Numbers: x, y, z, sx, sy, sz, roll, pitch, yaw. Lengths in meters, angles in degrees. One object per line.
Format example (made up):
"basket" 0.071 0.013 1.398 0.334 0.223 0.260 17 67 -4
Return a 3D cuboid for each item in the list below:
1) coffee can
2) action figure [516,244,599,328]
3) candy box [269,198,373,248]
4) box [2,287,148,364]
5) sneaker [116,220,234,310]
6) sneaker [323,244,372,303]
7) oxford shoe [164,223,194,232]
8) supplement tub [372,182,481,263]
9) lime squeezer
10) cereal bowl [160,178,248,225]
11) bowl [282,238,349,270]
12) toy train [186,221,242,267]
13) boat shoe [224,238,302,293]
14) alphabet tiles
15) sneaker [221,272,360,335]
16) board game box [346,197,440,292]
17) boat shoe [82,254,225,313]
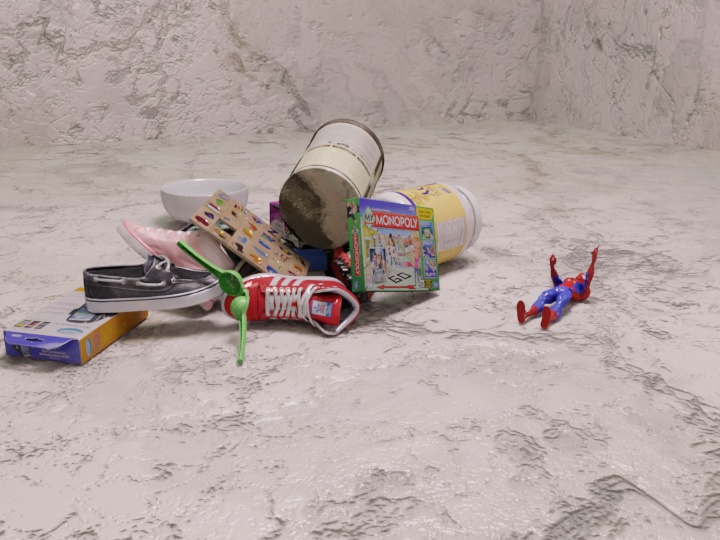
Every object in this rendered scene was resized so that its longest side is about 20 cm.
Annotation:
"coffee can" -0.045 -0.153 1.268 0.142 0.149 0.201 4 33 11
"action figure" 0.312 0.014 1.142 0.064 0.102 0.198 14 20 34
"candy box" -0.060 -0.099 1.405 0.196 0.063 0.136 -11 22 -29
"box" -0.394 0.077 1.022 0.116 0.043 0.200 5 21 13
"sneaker" -0.279 -0.038 1.146 0.199 0.105 0.075 37 -6 12
"sneaker" 0.000 0.000 1.212 0.095 0.073 0.201 -6 17 -12
"oxford shoe" -0.284 -0.053 1.367 0.196 0.076 0.070 -11 20 -31
"supplement tub" 0.114 -0.080 1.340 0.197 0.149 0.144 -16 23 -41
"lime squeezer" -0.180 0.035 1.009 0.070 0.038 0.202 15 40 -60
"cereal bowl" -0.346 -0.148 1.649 0.194 0.086 0.201 0 18 0
"bowl" -0.094 -0.049 1.418 0.195 0.040 0.201 1 17 0
"toy train" -0.252 -0.026 1.252 0.198 0.087 0.113 -27 39 -35
"boat shoe" -0.152 0.004 1.206 0.059 0.073 0.200 33 24 8
"alphabet tiles" -0.168 -0.049 1.180 0.198 0.008 0.168 36 20 -9
"sneaker" -0.096 0.049 1.059 0.195 0.073 0.112 -4 15 -22
"board game box" 0.054 -0.036 1.145 0.029 0.139 0.198 -7 -5 39
"boat shoe" -0.288 0.011 1.038 0.194 0.070 0.072 -5 21 -10
